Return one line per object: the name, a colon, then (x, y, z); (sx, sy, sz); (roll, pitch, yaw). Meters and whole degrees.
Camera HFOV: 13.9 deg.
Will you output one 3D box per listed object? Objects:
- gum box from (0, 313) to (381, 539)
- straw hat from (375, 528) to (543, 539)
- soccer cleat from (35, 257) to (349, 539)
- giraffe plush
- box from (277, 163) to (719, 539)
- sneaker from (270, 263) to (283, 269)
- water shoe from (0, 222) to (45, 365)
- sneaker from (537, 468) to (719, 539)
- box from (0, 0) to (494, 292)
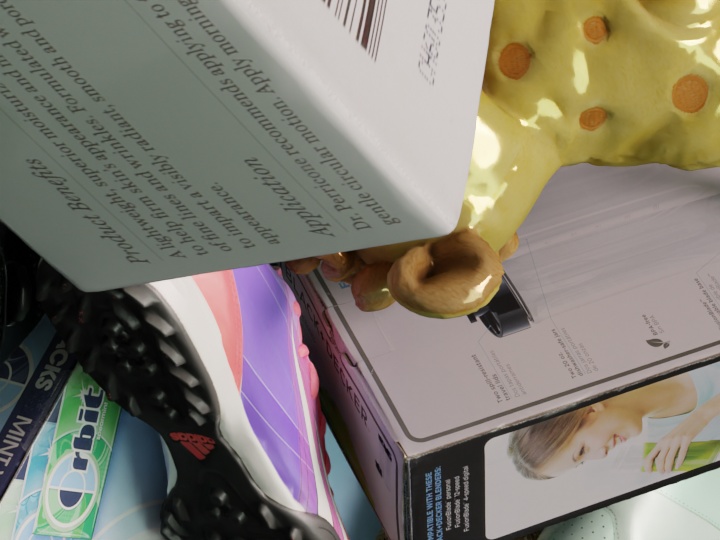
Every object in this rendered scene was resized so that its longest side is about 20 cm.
gum box: (-0.077, 0.097, 1.000); (0.170, 0.044, 0.200); (-62, 145, -21)
straw hat: (0.043, 0.106, 1.139); (0.201, 0.085, 0.201); (-37, 141, -38)
soccer cleat: (-0.037, 0.042, 0.945); (0.073, 0.068, 0.200); (-59, 140, -33)
giraffe plush: (0.036, -0.067, 0.932); (0.162, 0.173, 0.200); (-32, 96, -16)
box: (0.083, 0.013, 0.993); (0.200, 0.117, 0.060); (-18, 137, -15)
sneaker: (0.000, 0.000, 1.073); (0.080, 0.077, 0.200); (-53, 140, 1)
water shoe: (-0.138, 0.028, 0.852); (0.200, 0.079, 0.072); (-27, 124, -49)
sneaker: (0.113, 0.128, 1.102); (0.118, 0.074, 0.201); (-55, 141, -26)
box: (-0.060, -0.130, 0.801); (0.199, 0.131, 0.200); (46, 44, -47)
